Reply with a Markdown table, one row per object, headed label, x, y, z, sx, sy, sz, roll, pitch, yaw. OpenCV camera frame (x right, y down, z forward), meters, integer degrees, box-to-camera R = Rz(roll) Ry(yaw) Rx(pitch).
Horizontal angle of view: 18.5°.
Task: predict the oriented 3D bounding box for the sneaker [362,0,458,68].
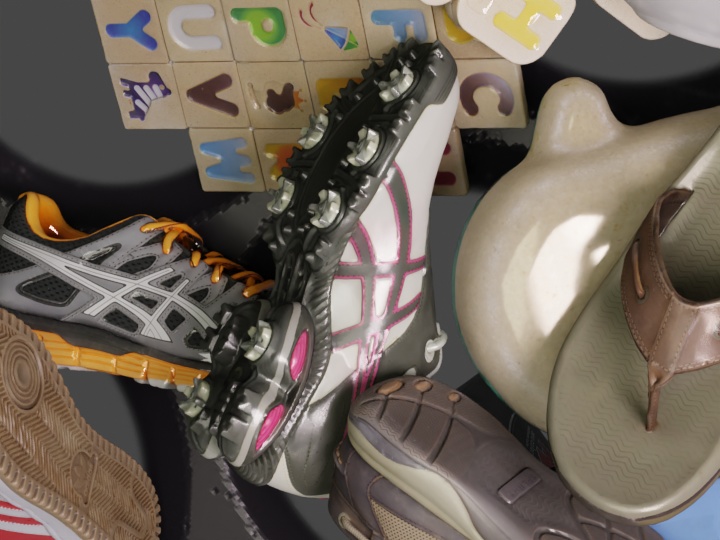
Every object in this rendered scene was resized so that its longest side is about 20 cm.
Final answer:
| label | x | y | z | sx | sy | sz | roll | pitch | yaw |
| --- | --- | --- | --- | --- | --- | --- | --- | --- | --- |
| sneaker | 0.048 | -0.165 | 0.930 | 0.070 | 0.076 | 0.201 | 31 | 106 | 9 |

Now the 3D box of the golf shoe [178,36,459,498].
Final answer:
| label | x | y | z | sx | sy | sz | roll | pitch | yaw |
| --- | --- | --- | --- | --- | --- | --- | --- | --- | --- |
| golf shoe | 0.000 | 0.000 | 0.937 | 0.088 | 0.077 | 0.201 | 26 | 90 | -26 |

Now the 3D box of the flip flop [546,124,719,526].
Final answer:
| label | x | y | z | sx | sy | sz | roll | pitch | yaw |
| --- | --- | --- | --- | --- | --- | --- | --- | --- | --- |
| flip flop | 0.133 | 0.002 | 0.839 | 0.081 | 0.058 | 0.201 | 31 | 84 | 23 |

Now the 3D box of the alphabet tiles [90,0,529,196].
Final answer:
| label | x | y | z | sx | sy | sz | roll | pitch | yaw |
| --- | --- | --- | --- | --- | --- | --- | --- | --- | --- |
| alphabet tiles | -0.028 | -0.107 | 0.961 | 0.199 | 0.006 | 0.167 | 2 | 121 | 24 |

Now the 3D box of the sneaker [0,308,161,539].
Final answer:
| label | x | y | z | sx | sy | sz | roll | pitch | yaw |
| --- | --- | --- | --- | --- | --- | --- | --- | --- | --- |
| sneaker | -0.180 | 0.082 | 0.998 | 0.112 | 0.200 | 0.072 | -3 | 54 | 22 |

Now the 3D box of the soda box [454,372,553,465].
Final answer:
| label | x | y | z | sx | sy | sz | roll | pitch | yaw |
| --- | --- | --- | --- | --- | --- | --- | --- | --- | --- |
| soda box | 0.086 | 0.145 | 0.979 | 0.071 | 0.063 | 0.200 | -37 | 88 | 18 |

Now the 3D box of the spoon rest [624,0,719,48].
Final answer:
| label | x | y | z | sx | sy | sz | roll | pitch | yaw |
| --- | --- | --- | --- | --- | --- | --- | --- | --- | --- |
| spoon rest | 0.164 | -0.102 | 0.824 | 0.200 | 0.099 | 0.061 | 38 | 119 | 48 |

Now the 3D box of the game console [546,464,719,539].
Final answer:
| label | x | y | z | sx | sy | sz | roll | pitch | yaw |
| --- | --- | --- | --- | --- | --- | --- | --- | --- | --- |
| game console | 0.137 | 0.157 | 0.901 | 0.199 | 0.031 | 0.178 | -12 | 91 | 26 |

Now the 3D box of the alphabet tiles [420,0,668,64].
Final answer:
| label | x | y | z | sx | sy | sz | roll | pitch | yaw |
| --- | --- | --- | --- | --- | --- | --- | --- | --- | --- |
| alphabet tiles | 0.090 | -0.183 | 0.880 | 0.195 | 0.015 | 0.200 | 31 | 101 | -31 |

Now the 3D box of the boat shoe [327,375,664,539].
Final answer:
| label | x | y | z | sx | sy | sz | roll | pitch | yaw |
| --- | --- | --- | --- | --- | --- | --- | --- | --- | --- |
| boat shoe | 0.069 | 0.125 | 0.882 | 0.200 | 0.074 | 0.074 | 41 | 124 | 21 |

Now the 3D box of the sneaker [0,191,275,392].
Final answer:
| label | x | y | z | sx | sy | sz | roll | pitch | yaw |
| --- | --- | --- | --- | --- | --- | --- | --- | --- | --- |
| sneaker | -0.085 | 0.013 | 1.004 | 0.199 | 0.078 | 0.078 | 9 | 91 | 13 |

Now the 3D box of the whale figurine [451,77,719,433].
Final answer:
| label | x | y | z | sx | sy | sz | roll | pitch | yaw |
| --- | --- | --- | --- | --- | --- | --- | --- | --- | --- |
| whale figurine | 0.128 | -0.017 | 0.934 | 0.200 | 0.104 | 0.159 | -42 | 97 | -5 |
